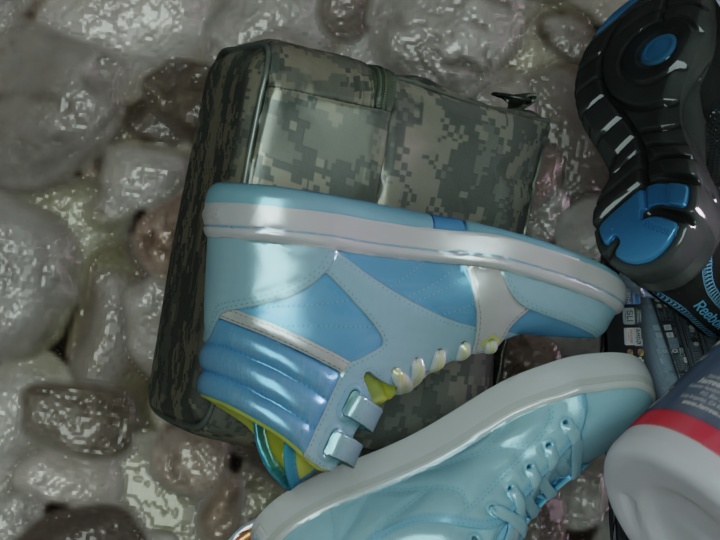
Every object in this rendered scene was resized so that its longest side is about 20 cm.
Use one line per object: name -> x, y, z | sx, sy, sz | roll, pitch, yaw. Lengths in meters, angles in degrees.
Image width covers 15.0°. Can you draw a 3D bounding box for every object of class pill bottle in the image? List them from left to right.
pill bottle -> 0.215, 0.060, 1.214 | 0.200, 0.120, 0.120 | -41, 86, -22

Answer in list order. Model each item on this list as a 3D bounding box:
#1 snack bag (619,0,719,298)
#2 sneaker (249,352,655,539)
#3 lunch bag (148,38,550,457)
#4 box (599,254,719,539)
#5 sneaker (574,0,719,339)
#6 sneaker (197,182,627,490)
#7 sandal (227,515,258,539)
snack bag -> 0.233, -0.050, 1.337 | 0.188, 0.021, 0.201 | 14, 63, 0
sneaker -> 0.055, 0.111, 1.240 | 0.200, 0.074, 0.082 | -27, 61, -6
lunch bag -> 0.000, 0.000, 1.313 | 0.167, 0.139, 0.201 | 10, 88, -15
box -> 0.195, 0.078, 1.305 | 0.157, 0.050, 0.201 | 0, 57, 1
sneaker -> 0.149, -0.055, 1.288 | 0.073, 0.082, 0.200 | -22, 41, 30
sneaker -> 0.017, 0.039, 1.212 | 0.199, 0.080, 0.131 | 11, 87, -16
sandal -> 0.021, 0.187, 1.335 | 0.206, 0.059, 0.079 | 35, 86, 4
